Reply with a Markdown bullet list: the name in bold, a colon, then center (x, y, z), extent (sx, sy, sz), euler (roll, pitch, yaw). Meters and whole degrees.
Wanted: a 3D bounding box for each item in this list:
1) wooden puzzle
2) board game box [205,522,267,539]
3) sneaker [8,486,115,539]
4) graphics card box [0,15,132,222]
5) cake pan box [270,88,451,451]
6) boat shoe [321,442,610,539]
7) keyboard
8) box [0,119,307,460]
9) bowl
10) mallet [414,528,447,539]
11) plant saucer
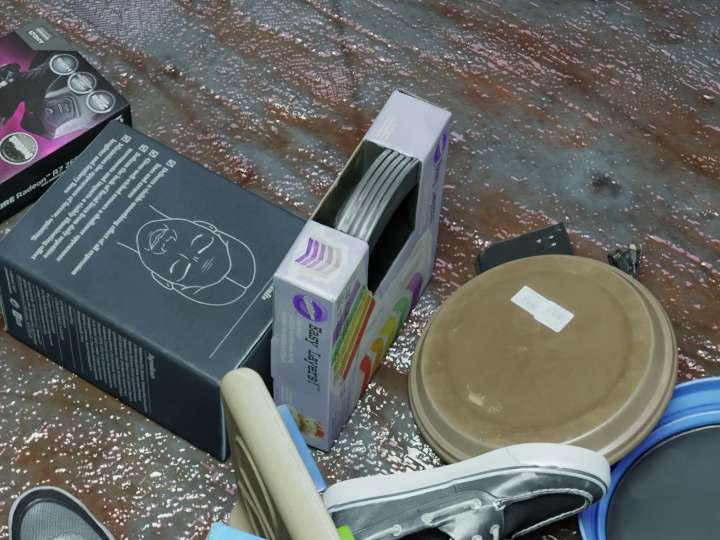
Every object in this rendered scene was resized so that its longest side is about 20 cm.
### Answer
- **wooden puzzle**: center (-0.031, 0.177, 0.953), extent (0.046, 0.201, 0.186), euler (-20, 59, -17)
- **board game box**: center (-0.094, 0.278, 0.881), extent (0.055, 0.201, 0.197), euler (17, 56, 5)
- **sneaker**: center (-0.173, 0.205, 0.975), extent (0.075, 0.114, 0.201), euler (-20, 60, -18)
- **graphics card box**: center (-0.293, -0.105, 1.216), extent (0.199, 0.051, 0.125), euler (-35, 65, -25)
- **cake pan box**: center (0.000, 0.000, 1.078), extent (0.052, 0.201, 0.185), euler (21, 54, 13)
- **boat shoe**: center (0.070, 0.166, 1.020), extent (0.198, 0.072, 0.068), euler (-9, 49, 5)
- **keyboard**: center (0.164, 0.043, 1.145), extent (0.126, 0.021, 0.201), euler (-17, 49, 5)
- **box**: center (-0.139, 0.011, 1.114), extent (0.199, 0.107, 0.149), euler (29, 58, 15)
- **bowl**: center (0.247, 0.163, 1.048), extent (0.199, 0.040, 0.202), euler (-11, 45, 11)
- **mallet**: center (0.085, 0.252, 1.016), extent (0.066, 0.041, 0.200), euler (-31, 59, -20)
- **plant saucer**: center (0.127, 0.063, 1.110), extent (0.198, 0.030, 0.201), euler (-11, 49, 12)
